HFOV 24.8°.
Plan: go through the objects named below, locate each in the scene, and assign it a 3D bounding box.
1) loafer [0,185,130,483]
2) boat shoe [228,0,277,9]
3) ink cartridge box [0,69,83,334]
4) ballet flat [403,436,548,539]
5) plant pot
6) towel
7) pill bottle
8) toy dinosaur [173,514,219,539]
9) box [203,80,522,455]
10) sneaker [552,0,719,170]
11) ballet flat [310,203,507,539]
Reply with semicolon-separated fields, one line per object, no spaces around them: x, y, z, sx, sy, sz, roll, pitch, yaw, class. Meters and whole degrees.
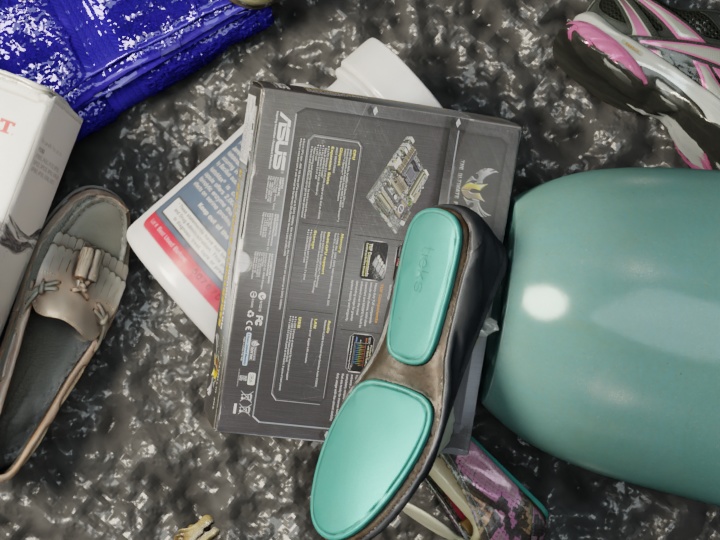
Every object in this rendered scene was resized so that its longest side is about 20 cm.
-0.194;0.044;1.044;0.071;0.063;0.201;26;89;-25;loafer
-0.025;-0.255;1.049;0.075;0.074;0.201;32;68;0;boat shoe
-0.277;-0.034;1.008;0.144;0.085;0.202;20;87;6;ink cartridge box
0.035;0.110;1.038;0.071;0.069;0.200;-40;89;-20;ballet flat
0.157;0.030;0.972;0.159;0.201;0.203;9;85;-1;plant pot
-0.172;-0.179;1.077;0.199;0.050;0.149;-30;86;-1;towel
-0.037;-0.046;1.028;0.200;0.120;0.120;-42;86;-2;pill bottle
-0.141;0.250;1.027;0.101;0.058;0.200;40;79;18;toy dinosaur
0.000;0.000;0.957;0.157;0.048;0.202;6;99;-15;box
0.228;-0.123;1.053;0.199;0.080;0.087;37;76;-2;sneaker
0.034;0.063;0.918;0.072;0.073;0.202;19;90;3;ballet flat
